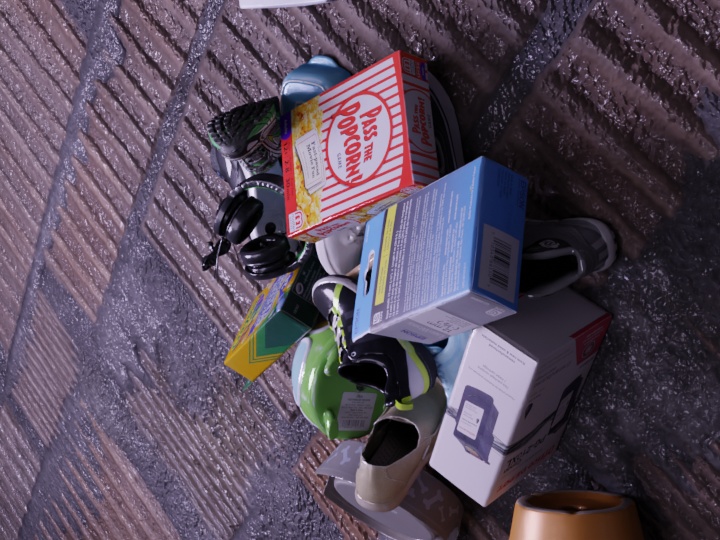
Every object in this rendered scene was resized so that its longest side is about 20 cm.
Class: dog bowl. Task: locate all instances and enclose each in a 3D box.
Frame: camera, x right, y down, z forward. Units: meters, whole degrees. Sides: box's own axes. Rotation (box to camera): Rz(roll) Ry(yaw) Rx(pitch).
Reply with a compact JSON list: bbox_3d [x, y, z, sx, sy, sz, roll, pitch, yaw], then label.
[{"bbox_3d":[0.039,0.281,1.251,0.199,0.059,0.200,25,157,12],"label":"dog bowl"}]

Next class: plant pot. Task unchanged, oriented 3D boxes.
[{"bbox_3d":[0.230,0.334,1.061,0.200,0.200,0.184,-4,87,47],"label":"plant pot"}]

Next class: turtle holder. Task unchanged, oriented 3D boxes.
[{"bbox_3d":[-0.026,0.112,1.259,0.132,0.141,0.186,27,137,56],"label":"turtle holder"}]

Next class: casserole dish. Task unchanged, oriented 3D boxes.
[{"bbox_3d":[-0.054,-0.163,1.250,0.121,0.039,0.201,18,119,42],"label":"casserole dish"}]

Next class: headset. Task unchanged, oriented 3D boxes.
[{"bbox_3d":[-0.129,-0.049,1.257,0.200,0.094,0.124,-29,103,35],"label":"headset"}]

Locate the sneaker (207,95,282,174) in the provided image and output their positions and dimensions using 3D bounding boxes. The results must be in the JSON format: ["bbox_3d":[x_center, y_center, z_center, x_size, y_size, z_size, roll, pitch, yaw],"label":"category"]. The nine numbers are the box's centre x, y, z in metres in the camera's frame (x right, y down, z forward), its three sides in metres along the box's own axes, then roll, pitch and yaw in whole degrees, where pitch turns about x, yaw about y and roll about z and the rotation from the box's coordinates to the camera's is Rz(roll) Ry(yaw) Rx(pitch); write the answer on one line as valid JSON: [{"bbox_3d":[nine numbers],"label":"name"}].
[{"bbox_3d":[-0.122,-0.154,1.192,0.078,0.200,0.086,-14,102,11],"label":"sneaker"}]

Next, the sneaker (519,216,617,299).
[{"bbox_3d":[0.148,-0.012,1.021,0.199,0.115,0.075,-6,105,36],"label":"sneaker"}]

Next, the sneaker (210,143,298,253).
[{"bbox_3d":[-0.145,-0.107,1.355,0.112,0.073,0.201,12,117,57],"label":"sneaker"}]

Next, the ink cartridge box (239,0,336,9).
[{"bbox_3d":[-0.078,-0.411,1.172,0.199,0.041,0.201,10,113,43],"label":"ink cartridge box"}]

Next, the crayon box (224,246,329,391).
[{"bbox_3d":[-0.111,0.063,1.332,0.051,0.126,0.200,33,138,-12],"label":"crayon box"}]

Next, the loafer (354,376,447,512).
[{"bbox_3d":[0.054,0.187,1.166,0.075,0.200,0.068,14,135,18],"label":"loafer"}]

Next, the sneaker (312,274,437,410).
[{"bbox_3d":[-0.001,0.079,1.128,0.200,0.083,0.072,39,146,32],"label":"sneaker"}]

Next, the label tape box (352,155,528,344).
[{"bbox_3d":[0.075,-0.008,1.009,0.200,0.066,0.144,-28,47,53],"label":"label tape box"}]

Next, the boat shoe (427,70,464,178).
[{"bbox_3d":[0.068,-0.127,1.116,0.072,0.068,0.201,-8,100,47],"label":"boat shoe"}]

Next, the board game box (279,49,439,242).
[{"bbox_3d":[-0.005,-0.131,1.111,0.200,0.046,0.152,-21,68,42],"label":"board game box"}]

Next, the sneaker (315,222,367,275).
[{"bbox_3d":[0.005,-0.080,1.187,0.088,0.075,0.201,20,110,31],"label":"sneaker"}]

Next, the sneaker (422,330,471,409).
[{"bbox_3d":[0.108,0.099,1.136,0.082,0.074,0.201,13,125,5],"label":"sneaker"}]

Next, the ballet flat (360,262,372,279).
[{"bbox_3d":[0.079,0.015,1.162,0.199,0.068,0.068,17,118,41],"label":"ballet flat"}]

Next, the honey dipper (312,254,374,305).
[{"bbox_3d":[0.000,0.000,1.169,0.200,0.038,0.038,-36,79,46],"label":"honey dipper"}]

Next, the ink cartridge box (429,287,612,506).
[{"bbox_3d":[0.166,0.128,1.060,0.084,0.144,0.201,35,128,30],"label":"ink cartridge box"}]
